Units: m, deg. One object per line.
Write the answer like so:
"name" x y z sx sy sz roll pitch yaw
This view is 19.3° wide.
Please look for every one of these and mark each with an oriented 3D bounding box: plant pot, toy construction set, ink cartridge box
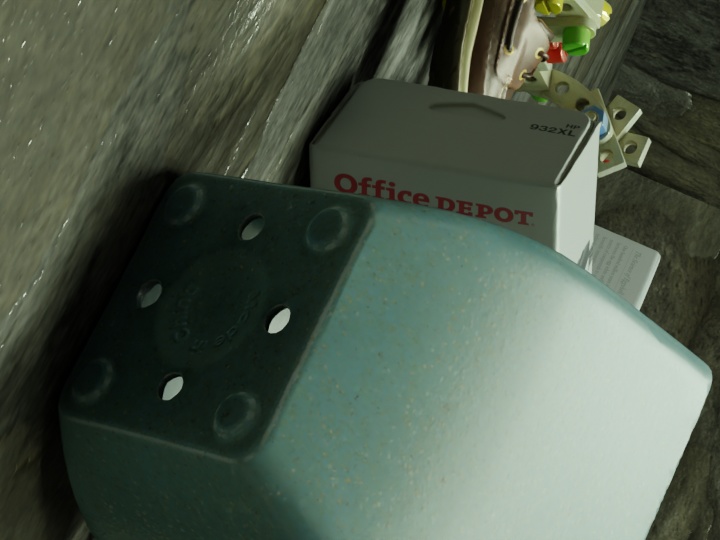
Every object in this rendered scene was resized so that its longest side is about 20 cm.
"plant pot" -0.007 0.063 0.882 0.200 0.195 0.197 44 65 -44
"toy construction set" 0.124 -0.147 1.395 0.200 0.130 0.092 65 31 -47
"ink cartridge box" 0.052 0.007 1.197 0.084 0.144 0.201 -55 150 -52

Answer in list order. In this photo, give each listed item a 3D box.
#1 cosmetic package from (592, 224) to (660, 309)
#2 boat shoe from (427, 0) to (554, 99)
"cosmetic package" 0.094 0.040 1.580 0.200 0.199 0.123 -56 167 -52
"boat shoe" 0.080 -0.133 1.230 0.072 0.067 0.201 -140 -124 -78
